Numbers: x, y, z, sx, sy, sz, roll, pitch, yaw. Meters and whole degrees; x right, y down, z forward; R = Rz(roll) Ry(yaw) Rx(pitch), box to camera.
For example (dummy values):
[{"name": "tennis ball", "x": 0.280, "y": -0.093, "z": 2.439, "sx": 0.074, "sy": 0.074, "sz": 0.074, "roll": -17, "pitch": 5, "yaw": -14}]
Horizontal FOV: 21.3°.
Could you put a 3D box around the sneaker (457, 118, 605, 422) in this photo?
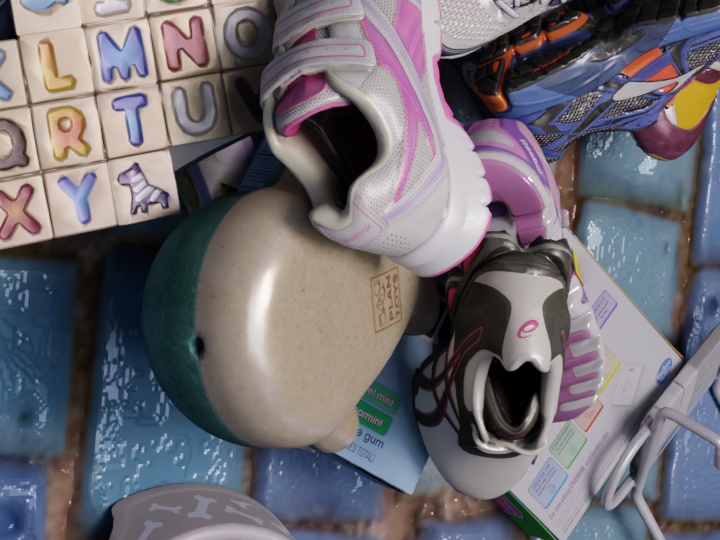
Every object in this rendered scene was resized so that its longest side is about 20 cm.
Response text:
[{"name": "sneaker", "x": 0.089, "y": -0.003, "z": 1.068, "sx": 0.089, "sy": 0.080, "sz": 0.201, "roll": -82, "pitch": 160, "yaw": -51}]

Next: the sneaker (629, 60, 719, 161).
[{"name": "sneaker", "x": 0.212, "y": -0.165, "z": 1.161, "sx": 0.075, "sy": 0.090, "sz": 0.201, "roll": 8, "pitch": 91, "yaw": -36}]

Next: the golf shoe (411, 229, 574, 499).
[{"name": "golf shoe", "x": 0.068, "y": 0.070, "z": 1.015, "sx": 0.077, "sy": 0.088, "sz": 0.201, "roll": 2, "pitch": 137, "yaw": -2}]

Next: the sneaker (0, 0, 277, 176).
[{"name": "sneaker", "x": -0.105, "y": -0.132, "z": 0.997, "sx": 0.202, "sy": 0.077, "sz": 0.147, "roll": -32, "pitch": 113, "yaw": -7}]

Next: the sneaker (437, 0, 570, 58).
[{"name": "sneaker", "x": 0.110, "y": -0.186, "z": 1.091, "sx": 0.200, "sy": 0.085, "sz": 0.077, "roll": -37, "pitch": 114, "yaw": -23}]

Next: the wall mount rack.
[{"name": "wall mount rack", "x": 0.233, "y": 0.117, "z": 1.272, "sx": 0.200, "sy": 0.074, "sz": 0.174, "roll": -45, "pitch": 155, "yaw": -33}]

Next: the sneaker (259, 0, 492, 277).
[{"name": "sneaker", "x": -0.006, "y": -0.095, "z": 0.925, "sx": 0.088, "sy": 0.081, "sz": 0.201, "roll": 5, "pitch": 58, "yaw": -51}]

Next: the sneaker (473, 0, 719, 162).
[{"name": "sneaker", "x": 0.168, "y": -0.127, "z": 1.121, "sx": 0.199, "sy": 0.076, "sz": 0.079, "roll": -20, "pitch": 130, "yaw": 11}]

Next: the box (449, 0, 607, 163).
[{"name": "box", "x": 0.109, "y": -0.192, "z": 1.170, "sx": 0.161, "sy": 0.049, "sz": 0.200, "roll": -46, "pitch": 119, "yaw": -22}]

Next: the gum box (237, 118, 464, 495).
[{"name": "gum box", "x": 0.000, "y": 0.000, "z": 1.078, "sx": 0.170, "sy": 0.044, "sz": 0.201, "roll": 31, "pitch": 79, "yaw": -32}]

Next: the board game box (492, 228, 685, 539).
[{"name": "board game box", "x": 0.101, "y": 0.053, "z": 1.202, "sx": 0.200, "sy": 0.040, "sz": 0.153, "roll": 46, "pitch": 71, "yaw": -29}]

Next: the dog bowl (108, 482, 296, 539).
[{"name": "dog bowl", "x": -0.095, "y": 0.224, "z": 1.085, "sx": 0.199, "sy": 0.059, "sz": 0.201, "roll": -6, "pitch": 100, "yaw": -34}]

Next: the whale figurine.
[{"name": "whale figurine", "x": -0.034, "y": 0.015, "z": 0.988, "sx": 0.200, "sy": 0.103, "sz": 0.160, "roll": -23, "pitch": 110, "yaw": -54}]

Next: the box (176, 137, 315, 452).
[{"name": "box", "x": -0.056, "y": 0.008, "z": 1.091, "sx": 0.039, "sy": 0.041, "sz": 0.201, "roll": -31, "pitch": 114, "yaw": -27}]

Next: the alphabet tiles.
[{"name": "alphabet tiles", "x": -0.135, "y": -0.104, "z": 0.948, "sx": 0.199, "sy": 0.008, "sz": 0.168, "roll": -12, "pitch": 98, "yaw": -18}]
